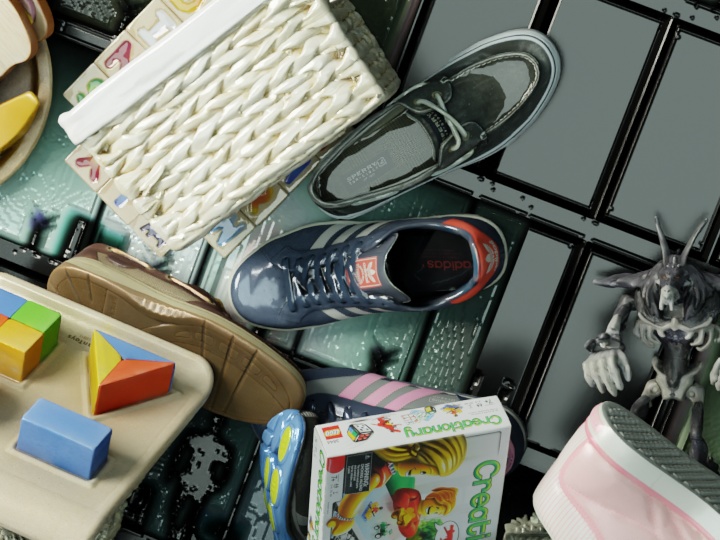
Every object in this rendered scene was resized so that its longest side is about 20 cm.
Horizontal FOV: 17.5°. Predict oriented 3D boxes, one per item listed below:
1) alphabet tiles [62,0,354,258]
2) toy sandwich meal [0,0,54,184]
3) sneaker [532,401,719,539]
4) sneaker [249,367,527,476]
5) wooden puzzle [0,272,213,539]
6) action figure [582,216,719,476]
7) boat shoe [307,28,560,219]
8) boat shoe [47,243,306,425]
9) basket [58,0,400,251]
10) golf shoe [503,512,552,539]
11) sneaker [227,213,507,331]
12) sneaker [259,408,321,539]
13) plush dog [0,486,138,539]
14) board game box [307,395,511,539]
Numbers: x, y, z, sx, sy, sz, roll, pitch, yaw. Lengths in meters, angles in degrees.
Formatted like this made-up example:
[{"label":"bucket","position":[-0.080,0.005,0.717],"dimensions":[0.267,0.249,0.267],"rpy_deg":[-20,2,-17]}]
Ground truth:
[{"label":"alphabet tiles","position":[-0.108,-0.113,1.657],"dimensions":[0.200,0.006,0.166],"rpy_deg":[-44,89,11]},{"label":"toy sandwich meal","position":[-0.307,-0.139,1.650],"dimensions":[0.205,0.070,0.205],"rpy_deg":[1,97,8]},{"label":"sneaker","position":[0.202,0.182,1.547],"dimensions":[0.200,0.075,0.105],"rpy_deg":[38,109,-10]},{"label":"sneaker","position":[0.015,0.109,1.627],"dimensions":[0.200,0.082,0.070],"rpy_deg":[4,98,8]},{"label":"wooden puzzle","position":[-0.215,0.081,1.541],"dimensions":[0.185,0.200,0.046],"rpy_deg":[23,129,11]},{"label":"action figure","position":[0.213,0.068,1.584],"dimensions":[0.119,0.102,0.200],"rpy_deg":[1,100,10]},{"label":"boat shoe","position":[0.052,-0.094,1.602],"dimensions":[0.200,0.071,0.072],"rpy_deg":[-36,91,10]},{"label":"boat shoe","position":[-0.120,0.038,1.644],"dimensions":[0.200,0.072,0.072],"rpy_deg":[25,124,11]},{"label":"basket","position":[-0.082,-0.118,1.584],"dimensions":[0.200,0.136,0.123],"rpy_deg":[-35,95,11]},{"label":"golf shoe","position":[0.195,0.220,1.621],"dimensions":[0.200,0.078,0.097],"rpy_deg":[7,104,9]},{"label":"sneaker","position":[0.000,0.000,1.615],"dimensions":[0.200,0.085,0.075],"rpy_deg":[-13,95,10]},{"label":"sneaker","position":[-0.021,0.174,1.631],"dimensions":[0.083,0.071,0.200],"rpy_deg":[-16,122,-3]},{"label":"plush dog","position":[-0.203,0.144,1.637],"dimensions":[0.160,0.200,0.172],"rpy_deg":[25,113,-29]},{"label":"board game box","position":[0.028,0.175,1.570],"dimensions":[0.126,0.035,0.200],"rpy_deg":[-9,132,-15]}]
